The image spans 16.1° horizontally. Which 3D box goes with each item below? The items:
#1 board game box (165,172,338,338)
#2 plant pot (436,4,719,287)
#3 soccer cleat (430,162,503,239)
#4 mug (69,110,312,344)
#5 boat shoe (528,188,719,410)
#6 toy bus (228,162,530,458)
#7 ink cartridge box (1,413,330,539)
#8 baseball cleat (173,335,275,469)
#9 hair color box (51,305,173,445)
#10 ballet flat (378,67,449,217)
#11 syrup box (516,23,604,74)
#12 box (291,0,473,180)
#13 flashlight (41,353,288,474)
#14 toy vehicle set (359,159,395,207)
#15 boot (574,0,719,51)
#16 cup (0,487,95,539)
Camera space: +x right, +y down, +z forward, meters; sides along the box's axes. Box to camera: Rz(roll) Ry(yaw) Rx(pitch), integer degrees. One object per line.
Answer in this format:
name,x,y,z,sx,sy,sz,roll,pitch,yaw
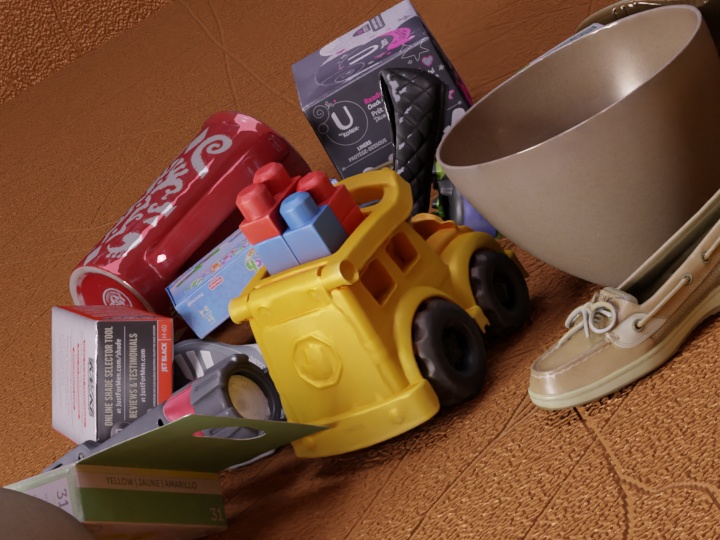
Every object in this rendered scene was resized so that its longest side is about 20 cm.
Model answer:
board game box,-0.078,-0.014,1.948,0.151,0.037,0.200,-39,6,-2
plant pot,0.170,-0.069,1.706,0.200,0.135,0.200,-29,16,9
soccer cleat,0.097,-0.062,1.986,0.084,0.065,0.200,-1,13,-1
mug,-0.144,-0.038,2.140,0.133,0.178,0.200,28,56,25
boat shoe,0.180,0.013,1.573,0.201,0.063,0.073,-33,16,-7
toy bus,0.000,0.000,1.711,0.136,0.192,0.200,-21,17,36
ink cartridge box,-0.135,0.144,1.646,0.200,0.048,0.145,-20,-17,34
baseball cleat,-0.107,0.095,1.839,0.200,0.070,0.106,-15,28,53
hair color box,-0.189,0.080,1.917,0.061,0.102,0.200,0,3,-15
ballet flat,0.025,-0.058,1.929,0.066,0.057,0.200,108,173,-73
syrup box,0.195,-0.127,1.933,0.079,0.081,0.200,-33,15,-4
box,0.024,-0.149,2.244,0.132,0.115,0.200,-30,17,5
flashlight,-0.136,0.129,1.759,0.200,0.068,0.068,-36,40,35
toy vehicle set,-0.023,-0.033,2.044,0.124,0.027,0.200,-44,7,-15
boot,0.282,-0.229,2.095,0.200,0.072,0.155,-17,21,26
cup,-0.232,0.210,1.548,0.200,0.200,0.143,-21,2,32
